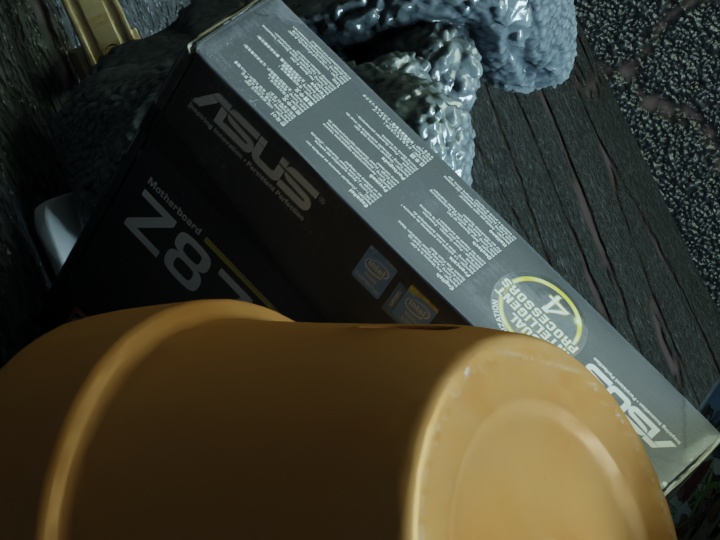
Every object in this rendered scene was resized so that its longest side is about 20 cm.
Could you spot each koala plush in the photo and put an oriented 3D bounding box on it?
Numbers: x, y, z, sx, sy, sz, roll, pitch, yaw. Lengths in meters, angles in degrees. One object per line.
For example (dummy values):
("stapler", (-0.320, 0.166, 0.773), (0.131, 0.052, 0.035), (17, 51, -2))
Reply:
("koala plush", (0.000, 0.000, 1.077), (0.200, 0.183, 0.177), (67, 31, -28))

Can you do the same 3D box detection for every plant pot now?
("plant pot", (-0.002, 0.096, 0.812), (0.200, 0.140, 0.200), (26, 58, -49))

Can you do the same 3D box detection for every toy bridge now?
("toy bridge", (-0.098, -0.084, 1.149), (0.067, 0.027, 0.200), (-146, -148, -80))

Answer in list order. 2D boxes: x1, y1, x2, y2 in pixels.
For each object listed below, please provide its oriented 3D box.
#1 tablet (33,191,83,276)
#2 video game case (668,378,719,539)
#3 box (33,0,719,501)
("tablet", (-0.063, 0.061, 1.103), (0.130, 0.014, 0.200), (-36, 103, -79))
("video game case", (0.083, 0.134, 0.880), (0.022, 0.200, 0.182), (31, 3, -10))
("box", (0.000, 0.034, 0.938), (0.200, 0.161, 0.049), (45, 47, 8))
